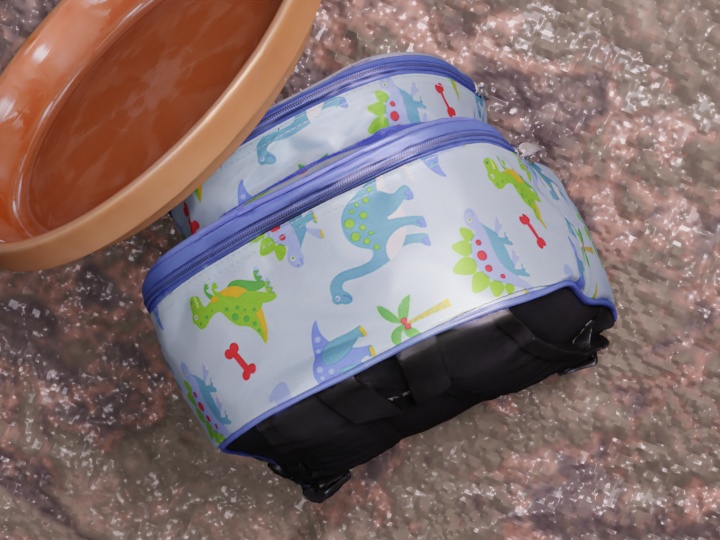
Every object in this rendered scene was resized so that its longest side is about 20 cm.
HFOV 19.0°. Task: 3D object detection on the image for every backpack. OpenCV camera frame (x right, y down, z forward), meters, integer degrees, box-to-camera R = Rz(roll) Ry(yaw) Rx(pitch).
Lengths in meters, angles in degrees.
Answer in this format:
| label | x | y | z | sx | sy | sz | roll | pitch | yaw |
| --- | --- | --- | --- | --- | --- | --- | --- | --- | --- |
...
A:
| label | x | y | z | sx | sy | sz | roll | pitch | yaw |
| --- | --- | --- | --- | --- | --- | --- | --- | --- | --- |
| backpack | 0.000 | 0.000 | 0.899 | 0.182 | 0.200 | 0.148 | -27 | 81 | 8 |

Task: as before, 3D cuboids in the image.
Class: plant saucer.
| label | x | y | z | sx | sy | sz | roll | pitch | yaw |
| --- | --- | --- | --- | --- | --- | --- | --- | --- | --- |
| plant saucer | -0.090 | -0.080 | 0.901 | 0.200 | 0.201 | 0.032 | -41 | 122 | 9 |
